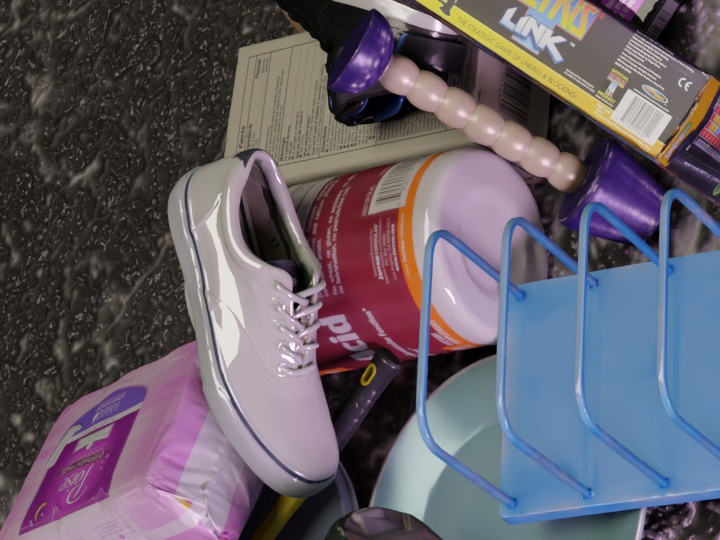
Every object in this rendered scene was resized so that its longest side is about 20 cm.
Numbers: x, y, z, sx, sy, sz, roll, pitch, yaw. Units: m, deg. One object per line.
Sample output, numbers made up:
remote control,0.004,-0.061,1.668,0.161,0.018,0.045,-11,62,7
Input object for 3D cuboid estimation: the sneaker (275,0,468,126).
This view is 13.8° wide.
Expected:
sneaker,-0.018,-0.142,1.754,0.200,0.073,0.112,8,91,51

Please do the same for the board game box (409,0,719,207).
board game box,0.128,-0.110,1.611,0.200,0.165,0.057,36,96,28

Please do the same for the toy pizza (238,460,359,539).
toy pizza,-0.068,0.189,1.789,0.200,0.032,0.201,-21,58,37

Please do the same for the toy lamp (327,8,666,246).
toy lamp,0.081,-0.076,1.663,0.058,0.200,0.058,-57,11,18

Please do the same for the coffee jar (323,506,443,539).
coffee jar,-0.011,0.236,1.650,0.104,0.085,0.200,43,117,25

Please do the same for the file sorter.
file sorter,0.142,0.040,1.573,0.199,0.123,0.139,-10,63,28

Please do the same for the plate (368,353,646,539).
plate,0.084,0.143,1.675,0.200,0.026,0.201,-20,59,36

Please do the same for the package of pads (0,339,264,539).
package of pads,-0.127,0.119,1.768,0.200,0.076,0.121,-26,33,52

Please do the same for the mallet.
mallet,-0.042,0.123,1.733,0.200,0.041,0.066,-60,39,11

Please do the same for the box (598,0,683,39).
box,0.116,-0.226,1.745,0.200,0.036,0.143,35,98,21

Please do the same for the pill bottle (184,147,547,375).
pill bottle,0.000,0.000,1.751,0.200,0.114,0.115,-12,65,39

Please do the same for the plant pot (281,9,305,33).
plant pot,0.002,-0.238,1.868,0.200,0.093,0.202,-19,60,37

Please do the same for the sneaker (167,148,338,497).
sneaker,-0.052,0.027,1.675,0.071,0.073,0.201,-31,76,44

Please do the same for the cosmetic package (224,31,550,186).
cosmetic package,0.015,-0.095,1.807,0.200,0.073,0.104,-9,65,40
